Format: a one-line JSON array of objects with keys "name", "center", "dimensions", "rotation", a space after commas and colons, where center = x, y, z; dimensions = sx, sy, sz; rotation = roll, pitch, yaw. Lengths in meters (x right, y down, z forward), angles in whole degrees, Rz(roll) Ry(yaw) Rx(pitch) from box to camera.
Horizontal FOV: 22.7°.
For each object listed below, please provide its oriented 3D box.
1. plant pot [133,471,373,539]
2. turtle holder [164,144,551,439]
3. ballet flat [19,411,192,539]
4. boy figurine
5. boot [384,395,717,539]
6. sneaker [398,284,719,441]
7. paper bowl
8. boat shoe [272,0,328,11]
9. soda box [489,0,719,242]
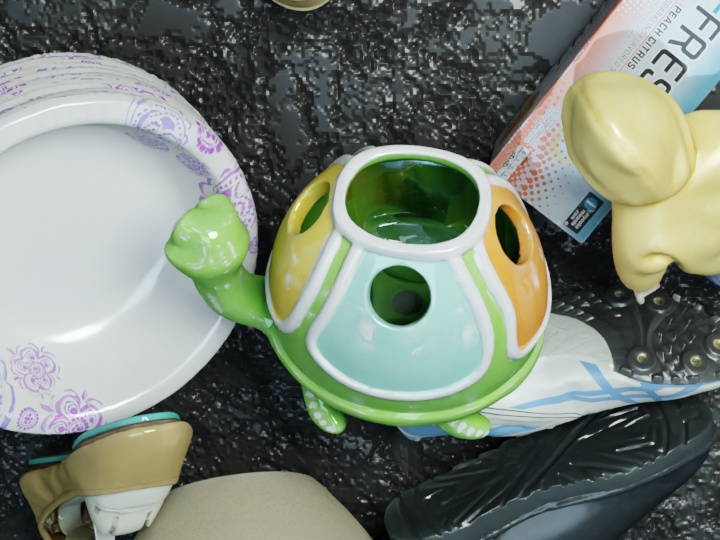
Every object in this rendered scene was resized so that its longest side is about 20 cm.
[{"name": "plant pot", "center": [-0.062, 0.191, 1.026], "dimensions": [0.199, 0.200, 0.135], "rotation": [-12, 71, 14]}, {"name": "turtle holder", "center": [0.009, -0.006, 0.929], "dimensions": [0.185, 0.141, 0.132], "rotation": [29, 150, 19]}, {"name": "ballet flat", "center": [-0.140, 0.123, 1.014], "dimensions": [0.068, 0.200, 0.064], "rotation": [-6, 80, -26]}, {"name": "boy figurine", "center": [0.170, -0.035, 0.903], "dimensions": [0.199, 0.065, 0.124], "rotation": [24, 118, -36]}, {"name": "boot", "center": [0.126, 0.173, 1.032], "dimensions": [0.199, 0.077, 0.169], "rotation": [-23, 118, -1]}, {"name": "sneaker", "center": [0.111, 0.057, 1.003], "dimensions": [0.198, 0.072, 0.073], "rotation": [-6, 140, 6]}, {"name": "paper bowl", "center": [-0.163, -0.021, 0.970], "dimensions": [0.199, 0.104, 0.202], "rotation": [-12, 124, -19]}, {"name": "boat shoe", "center": [-0.009, -0.226, 0.920], "dimensions": [0.073, 0.063, 0.201], "rotation": [27, 111, 0]}, {"name": "soda box", "center": [0.152, -0.115, 0.930], "dimensions": [0.068, 0.064, 0.200], "rotation": [37, 112, -5]}]
